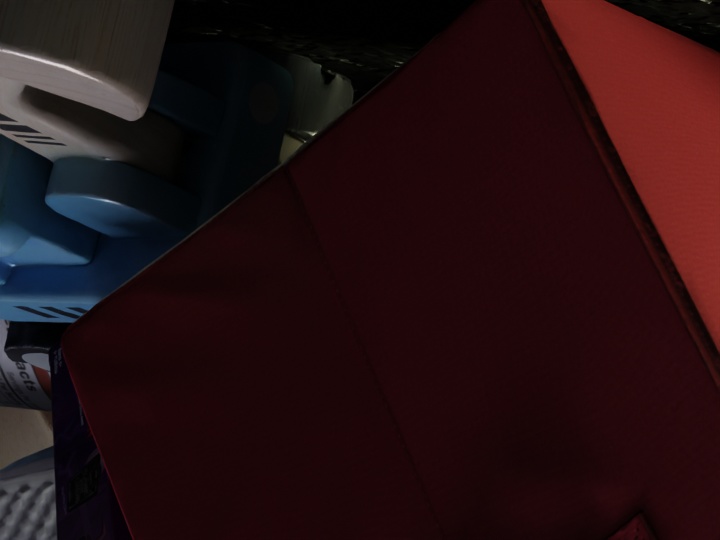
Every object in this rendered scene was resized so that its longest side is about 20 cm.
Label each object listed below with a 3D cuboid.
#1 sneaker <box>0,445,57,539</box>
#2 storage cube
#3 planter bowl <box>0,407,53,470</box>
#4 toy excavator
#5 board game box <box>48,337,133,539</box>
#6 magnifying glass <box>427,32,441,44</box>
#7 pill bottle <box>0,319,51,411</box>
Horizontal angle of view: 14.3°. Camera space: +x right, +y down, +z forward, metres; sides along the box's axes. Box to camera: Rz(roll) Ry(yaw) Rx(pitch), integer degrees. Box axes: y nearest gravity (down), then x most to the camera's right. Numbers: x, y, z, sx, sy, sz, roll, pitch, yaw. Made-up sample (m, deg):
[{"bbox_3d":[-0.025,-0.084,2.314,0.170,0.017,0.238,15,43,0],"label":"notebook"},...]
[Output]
[{"bbox_3d":[-0.052,0.076,0.989,0.199,0.074,0.082,-7,-171,8],"label":"sneaker"},{"bbox_3d":[0.061,0.058,0.741,0.171,0.180,0.200,-38,150,26],"label":"storage cube"},{"bbox_3d":[-0.057,0.041,1.111,0.200,0.201,0.135,6,163,9],"label":"planter bowl"},{"bbox_3d":[-0.082,-0.036,0.811,0.194,0.100,0.200,1,163,44],"label":"toy excavator"},{"bbox_3d":[-0.001,0.098,0.820,0.200,0.120,0.032,29,128,-32],"label":"board game box"},{"bbox_3d":[0.000,0.000,0.855,0.022,0.080,0.200,13,143,-8],"label":"magnifying glass"},{"bbox_3d":[-0.118,-0.008,1.005,0.200,0.112,0.112,4,175,21],"label":"pill bottle"}]
